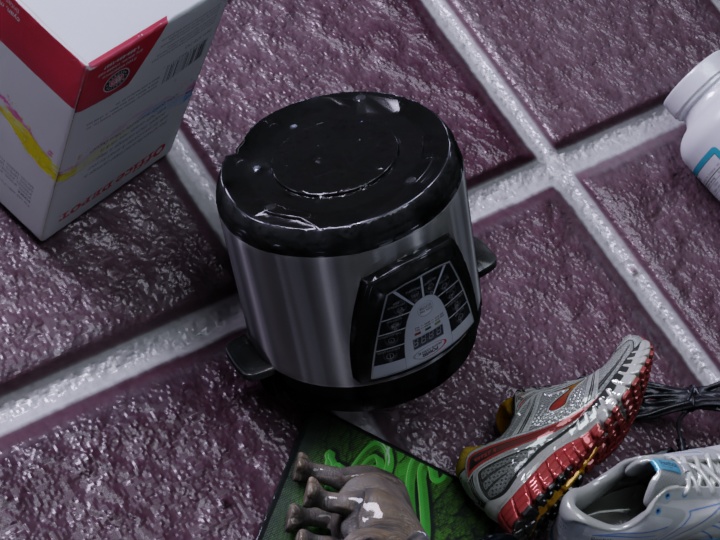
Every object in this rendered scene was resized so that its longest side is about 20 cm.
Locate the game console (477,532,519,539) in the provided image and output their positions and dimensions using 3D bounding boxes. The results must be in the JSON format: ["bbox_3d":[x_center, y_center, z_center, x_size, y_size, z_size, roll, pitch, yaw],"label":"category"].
[{"bbox_3d":[0.070,0.281,1.006,0.199,0.116,0.178,-16,97,-34],"label":"game console"}]

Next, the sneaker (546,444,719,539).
[{"bbox_3d":[0.227,0.159,1.139,0.198,0.087,0.075,-20,51,-11],"label":"sneaker"}]

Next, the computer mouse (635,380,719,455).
[{"bbox_3d":[0.274,0.170,1.210,0.139,0.046,0.201,-7,52,-2],"label":"computer mouse"}]

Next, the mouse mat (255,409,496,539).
[{"bbox_3d":[0.004,0.206,1.106,0.160,0.008,0.201,27,52,-6],"label":"mouse mat"}]

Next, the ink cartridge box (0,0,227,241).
[{"bbox_3d":[-0.206,-0.154,1.123,0.145,0.200,0.145,42,52,10],"label":"ink cartridge box"}]

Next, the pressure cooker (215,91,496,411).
[{"bbox_3d":[-0.001,-0.002,1.121,0.174,0.201,0.179,4,40,17],"label":"pressure cooker"}]

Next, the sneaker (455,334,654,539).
[{"bbox_3d":[0.148,0.106,1.181,0.082,0.078,0.200,34,53,24],"label":"sneaker"}]

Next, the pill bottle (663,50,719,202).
[{"bbox_3d":[0.354,-0.095,1.385,0.110,0.111,0.200,-32,77,-35],"label":"pill bottle"}]

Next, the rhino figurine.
[{"bbox_3d":[0.003,0.167,1.029,0.087,0.200,0.060,13,95,-8],"label":"rhino figurine"}]
